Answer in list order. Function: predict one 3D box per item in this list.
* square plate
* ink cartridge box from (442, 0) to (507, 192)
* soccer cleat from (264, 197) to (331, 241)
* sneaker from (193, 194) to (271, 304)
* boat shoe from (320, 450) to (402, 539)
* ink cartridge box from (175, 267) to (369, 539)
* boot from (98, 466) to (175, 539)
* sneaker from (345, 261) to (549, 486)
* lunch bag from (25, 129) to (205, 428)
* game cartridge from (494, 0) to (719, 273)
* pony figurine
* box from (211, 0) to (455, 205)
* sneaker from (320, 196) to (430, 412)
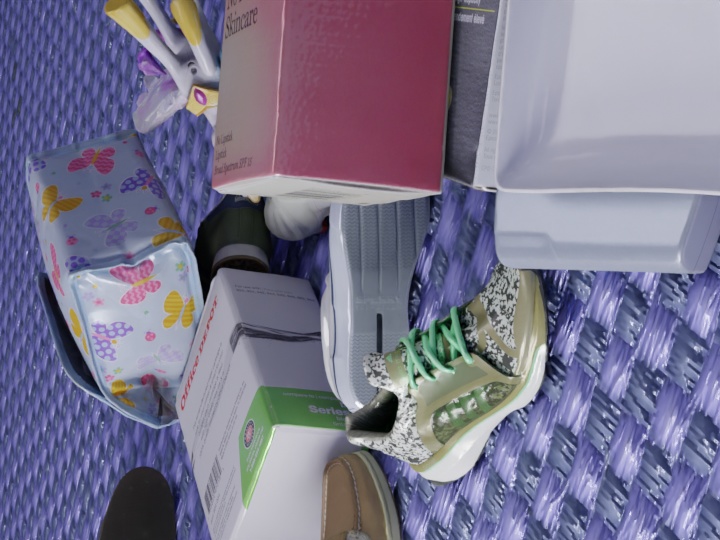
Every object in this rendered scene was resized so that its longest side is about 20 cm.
[{"bbox_3d":[0.156,-0.133,0.827,0.199,0.028,0.199,4,90,41],"label":"square plate"},{"bbox_3d":[0.060,-0.158,1.048,0.198,0.047,0.201,-152,68,-69],"label":"ink cartridge box"},{"bbox_3d":[-0.045,-0.068,1.333,0.200,0.077,0.070,160,115,-66],"label":"soccer cleat"},{"bbox_3d":[-0.113,-0.003,1.492,0.200,0.067,0.090,120,153,-60],"label":"sneaker"},{"bbox_3d":[-0.012,0.215,1.180,0.074,0.066,0.201,128,143,-52],"label":"boat shoe"},{"bbox_3d":[-0.072,0.115,1.335,0.200,0.084,0.146,-114,38,-52],"label":"ink cartridge box"},{"bbox_3d":[-0.222,0.289,1.687,0.075,0.073,0.201,178,96,-78],"label":"boot"},{"bbox_3d":[0.049,0.060,1.046,0.077,0.088,0.200,-103,30,-41],"label":"sneaker"},{"bbox_3d":[-0.202,0.016,1.445,0.170,0.126,0.201,-120,17,-44],"label":"lunch bag"},{"bbox_3d":[0.133,-0.100,0.885,0.133,0.041,0.201,1,87,45],"label":"game cartridge"},{"bbox_3d":[-0.132,-0.169,1.400,0.201,0.166,0.193,60,-171,-31],"label":"pony figurine"},{"bbox_3d":[-0.016,-0.144,1.034,0.128,0.108,0.201,175,99,-69],"label":"box"},{"bbox_3d":[0.000,0.000,1.207,0.071,0.073,0.201,2,86,65],"label":"sneaker"}]
